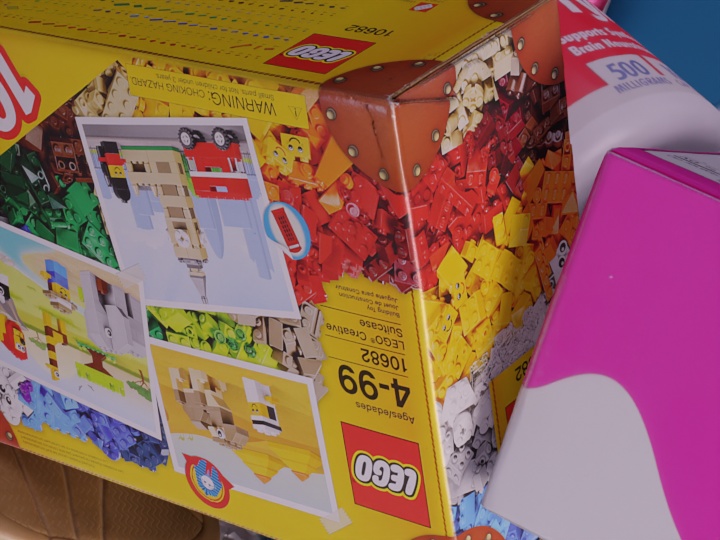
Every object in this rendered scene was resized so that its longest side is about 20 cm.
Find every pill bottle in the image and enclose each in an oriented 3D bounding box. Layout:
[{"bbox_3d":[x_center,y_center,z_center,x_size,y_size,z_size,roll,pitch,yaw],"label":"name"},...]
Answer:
[{"bbox_3d":[0.040,-0.064,0.786,0.112,0.113,0.200,-24,50,-24],"label":"pill bottle"}]

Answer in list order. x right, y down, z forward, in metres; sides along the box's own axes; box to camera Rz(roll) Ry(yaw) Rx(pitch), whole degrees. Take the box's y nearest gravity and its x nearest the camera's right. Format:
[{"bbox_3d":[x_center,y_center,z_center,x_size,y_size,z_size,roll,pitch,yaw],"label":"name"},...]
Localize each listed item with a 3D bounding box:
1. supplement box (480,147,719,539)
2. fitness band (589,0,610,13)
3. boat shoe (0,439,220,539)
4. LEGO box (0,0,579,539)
[{"bbox_3d":[0.134,0.031,0.591,0.103,0.102,0.199,27,16,31],"label":"supplement box"},{"bbox_3d":[0.053,-0.172,0.921,0.143,0.037,0.201,19,70,0],"label":"fitness band"},{"bbox_3d":[-0.146,0.083,0.692,0.199,0.069,0.074,11,37,-24],"label":"boat shoe"},{"bbox_3d":[-0.036,-0.009,0.615,0.199,0.150,0.077,13,33,38],"label":"LEGO box"}]
